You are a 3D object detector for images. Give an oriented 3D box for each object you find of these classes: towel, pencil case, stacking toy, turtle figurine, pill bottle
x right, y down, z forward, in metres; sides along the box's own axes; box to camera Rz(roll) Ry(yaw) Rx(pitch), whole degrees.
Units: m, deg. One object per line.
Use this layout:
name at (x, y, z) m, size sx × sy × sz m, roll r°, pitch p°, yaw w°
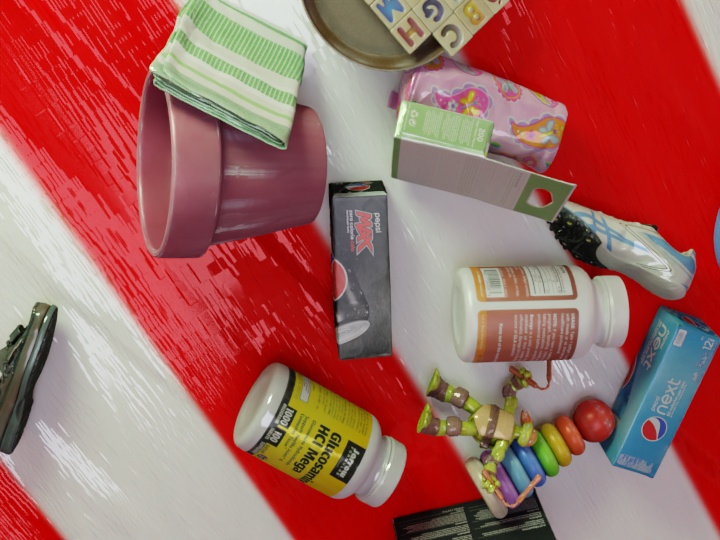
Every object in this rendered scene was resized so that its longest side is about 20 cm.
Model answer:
towel at (-0.129, -0.215, 1.094) m, size 0.150 × 0.202 × 0.024 m, roll 26°, pitch 125°, yaw -14°
pencil case at (0.133, -0.178, 1.193) m, size 0.196 × 0.088 × 0.089 m, roll 17°, pitch 107°, yaw -10°
stacking toy at (0.235, 0.229, 1.353) m, size 0.198 × 0.085 × 0.086 m, roll -32°, pitch 110°, yaw -1°
turtle figurine at (0.158, 0.179, 1.319) m, size 0.158 × 0.065 × 0.203 m, roll 19°, pitch 73°, yaw -1°
pill bottle at (-0.047, 0.206, 1.292) m, size 0.198 × 0.113 × 0.113 m, roll 30°, pitch 104°, yaw -15°
pill bottle at (0.212, 0.051, 1.263) m, size 0.196 × 0.112 × 0.114 m, roll -1°, pitch 110°, yaw -5°

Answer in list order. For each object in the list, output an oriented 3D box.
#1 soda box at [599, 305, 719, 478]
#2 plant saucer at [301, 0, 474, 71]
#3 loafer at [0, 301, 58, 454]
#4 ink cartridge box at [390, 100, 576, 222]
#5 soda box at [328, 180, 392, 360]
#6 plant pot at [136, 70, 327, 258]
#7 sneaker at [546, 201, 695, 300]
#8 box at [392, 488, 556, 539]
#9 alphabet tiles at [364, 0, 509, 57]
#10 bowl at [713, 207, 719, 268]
soda box at (0.374, 0.154, 1.338) m, size 0.063 × 0.068 × 0.203 m, roll 18°, pitch 107°, yaw -11°
plant saucer at (0.028, -0.315, 1.137) m, size 0.196 × 0.032 × 0.205 m, roll 0°, pitch 93°, yaw -9°
loafer at (-0.413, 0.125, 1.254) m, size 0.062 × 0.072 × 0.203 m, roll 20°, pitch 108°, yaw -6°
ink cartridge box at (0.132, -0.117, 1.158) m, size 0.196 × 0.146 × 0.049 m, roll 14°, pitch 78°, yaw 3°
soda box at (0.000, 0.000, 1.251) m, size 0.069 × 0.063 × 0.204 m, roll -4°, pitch 109°, yaw -4°
plant pot at (-0.138, -0.115, 1.140) m, size 0.176 × 0.200 × 0.204 m, roll -1°, pitch 111°, yaw -21°
sneaker at (0.312, -0.036, 1.274) m, size 0.197 × 0.072 × 0.073 m, roll 28°, pitch 66°, yaw -6°
box at (0.149, 0.367, 1.353) m, size 0.196 × 0.141 × 0.080 m, roll -12°, pitch 110°, yaw 0°
alphabet tiles at (0.067, -0.337, 1.124) m, size 0.166 × 0.006 × 0.200 m, roll -43°, pitch 99°, yaw -6°
bowl at (0.535, -0.047, 1.298) m, size 0.196 × 0.039 × 0.205 m, roll -2°, pitch 110°, yaw -4°
